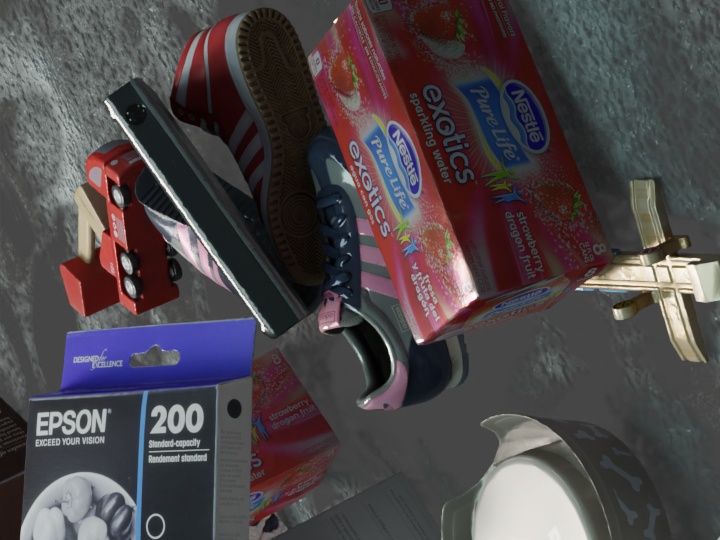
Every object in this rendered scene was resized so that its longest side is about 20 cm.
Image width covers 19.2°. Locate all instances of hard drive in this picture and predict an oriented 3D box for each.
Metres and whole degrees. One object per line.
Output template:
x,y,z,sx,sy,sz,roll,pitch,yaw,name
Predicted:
-0.106,-0.041,1.504,0.200,0.033,0.140,55,180,0,hard drive

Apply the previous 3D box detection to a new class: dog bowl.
0.129,0.188,1.381,0.200,0.059,0.200,17,110,57,dog bowl

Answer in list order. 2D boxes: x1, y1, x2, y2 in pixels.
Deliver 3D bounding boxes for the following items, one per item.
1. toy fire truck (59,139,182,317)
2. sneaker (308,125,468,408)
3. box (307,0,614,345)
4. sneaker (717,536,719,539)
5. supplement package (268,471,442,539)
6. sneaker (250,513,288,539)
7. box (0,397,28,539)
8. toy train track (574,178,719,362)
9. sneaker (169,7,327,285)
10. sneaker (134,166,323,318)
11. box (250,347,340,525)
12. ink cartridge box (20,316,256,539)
-0.212,-0.034,1.840,0.141,0.049,0.200,35,139,44,toy fire truck
0.000,0.000,1.459,0.200,0.082,0.070,64,152,3,sneaker
0.057,-0.069,1.277,0.095,0.100,0.200,-43,65,60,box
0.229,0.165,1.198,0.078,0.099,0.200,44,145,34,sneaker
-0.033,0.259,1.606,0.117,0.200,0.117,57,151,15,supplement package
-0.094,0.299,1.865,0.130,0.079,0.199,-21,103,53,sneaker
-0.427,0.249,2.298,0.200,0.164,0.166,34,138,44,box
0.148,0.005,1.280,0.200,0.033,0.115,3,114,60,toy train track
-0.074,-0.087,1.544,0.112,0.071,0.200,0,105,56,sneaker
-0.091,-0.015,1.654,0.200,0.070,0.082,41,166,34,sneaker
-0.130,0.157,1.691,0.103,0.200,0.095,56,152,19,box
-0.164,0.134,1.553,0.198,0.043,0.200,-6,76,37,ink cartridge box
